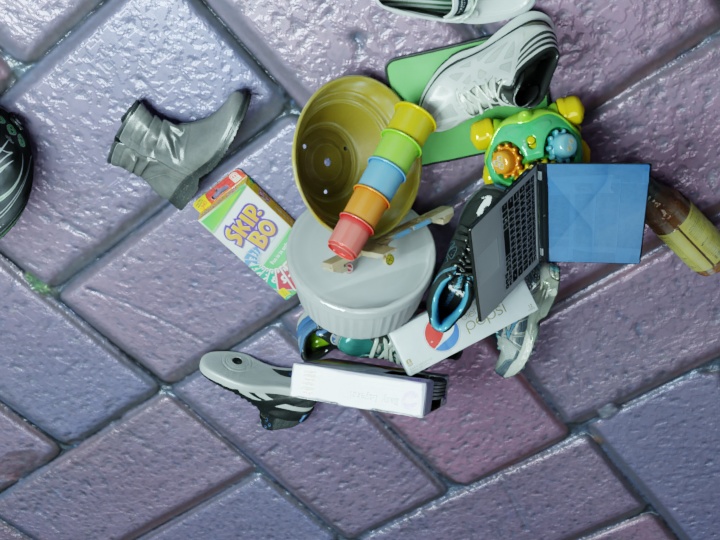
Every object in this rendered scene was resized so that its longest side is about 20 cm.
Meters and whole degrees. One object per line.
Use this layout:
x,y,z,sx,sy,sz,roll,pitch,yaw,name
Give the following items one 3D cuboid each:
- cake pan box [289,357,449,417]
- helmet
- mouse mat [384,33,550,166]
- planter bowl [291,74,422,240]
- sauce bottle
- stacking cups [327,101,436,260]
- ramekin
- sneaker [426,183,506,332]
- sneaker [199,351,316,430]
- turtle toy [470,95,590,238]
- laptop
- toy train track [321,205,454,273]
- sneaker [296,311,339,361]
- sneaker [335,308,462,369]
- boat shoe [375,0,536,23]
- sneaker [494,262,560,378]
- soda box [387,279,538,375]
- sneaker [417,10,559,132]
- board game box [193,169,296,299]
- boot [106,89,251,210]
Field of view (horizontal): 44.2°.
0.021,0.162,1.246,0.198,0.184,0.053,7,91,17,cake pan box
-0.515,-0.110,1.115,0.197,0.192,0.202,1,126,1,helmet
0.141,-0.216,1.133,0.197,0.008,0.162,-10,126,10,mouse mat
-0.022,-0.139,1.121,0.083,0.201,0.201,5,143,53,planter bowl
0.422,-0.072,1.197,0.066,0.066,0.200,-37,117,26,sauce bottle
0.021,-0.108,1.069,0.060,0.201,0.061,27,163,9,stacking cups
0.000,0.000,1.185,0.200,0.204,0.095,2,142,0,ramekin
0.141,-0.011,1.116,0.072,0.082,0.202,22,110,4,sneaker
-0.167,0.202,1.411,0.198,0.073,0.113,14,125,-11,sneaker
0.228,-0.124,1.137,0.144,0.102,0.201,-14,137,12,turtle toy
0.241,-0.029,1.078,0.200,0.115,0.188,-43,145,-20,laptop
0.040,-0.033,1.128,0.199,0.114,0.033,-26,112,-28,toy train track
-0.023,0.069,1.298,0.078,0.090,0.200,30,122,-21,sneaker
0.063,0.103,1.279,0.198,0.080,0.072,-4,132,-29,sneaker
0.109,-0.312,1.024,0.197,0.067,0.074,-1,127,2,boat shoe
0.225,0.066,1.311,0.085,0.078,0.202,17,119,3,sneaker
0.137,0.068,1.218,0.198,0.064,0.069,-27,91,-2,soda box
0.149,-0.218,1.055,0.200,0.116,0.076,-36,119,25,sneaker
-0.138,-0.049,1.255,0.095,0.030,0.200,-34,117,23,board game box
-0.237,-0.178,1.138,0.131,0.070,0.200,35,116,-16,boot
